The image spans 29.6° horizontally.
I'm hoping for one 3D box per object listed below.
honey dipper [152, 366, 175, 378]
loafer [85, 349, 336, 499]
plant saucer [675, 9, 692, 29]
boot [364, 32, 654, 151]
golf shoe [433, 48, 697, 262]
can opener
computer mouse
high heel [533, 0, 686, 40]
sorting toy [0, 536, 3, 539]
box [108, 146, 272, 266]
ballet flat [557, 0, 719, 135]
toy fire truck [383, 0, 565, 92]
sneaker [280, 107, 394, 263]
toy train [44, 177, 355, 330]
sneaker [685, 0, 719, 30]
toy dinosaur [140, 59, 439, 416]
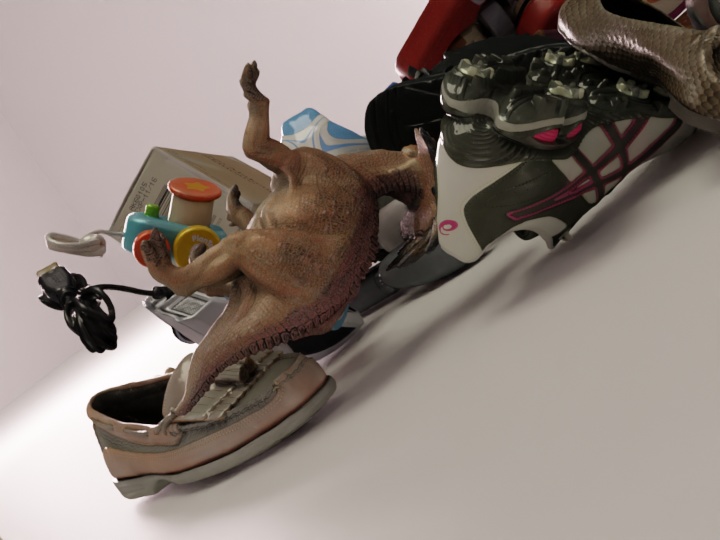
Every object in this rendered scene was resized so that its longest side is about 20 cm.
[{"bbox_3d":[-0.082,0.055,0.977,0.200,0.038,0.038,-32,6,3],"label":"honey dipper"},{"bbox_3d":[-0.092,0.075,0.732,0.072,0.063,0.200,-41,8,-40],"label":"loafer"},{"bbox_3d":[0.297,-0.201,0.900,0.200,0.037,0.200,-34,5,4],"label":"plant saucer"},{"bbox_3d":[0.111,-0.112,0.857,0.198,0.074,0.162,-3,16,27],"label":"boot"},{"bbox_3d":[0.100,-0.061,0.680,0.200,0.077,0.088,-11,-58,-48],"label":"golf shoe"},{"bbox_3d":[0.000,0.000,0.870,0.200,0.053,0.066,-30,8,40],"label":"can opener"},{"bbox_3d":[-0.088,0.033,0.795,0.200,0.044,0.110,8,5,-31],"label":"computer mouse"},{"bbox_3d":[0.196,-0.185,0.928,0.096,0.068,0.200,-11,-12,-38],"label":"high heel"},{"bbox_3d":[-0.326,0.221,0.836,0.200,0.070,0.199,-36,6,-9],"label":"sorting toy"},{"bbox_3d":[-0.113,-0.041,1.086,0.078,0.095,0.200,-61,-7,8],"label":"box"},{"bbox_3d":[0.148,-0.111,0.651,0.067,0.046,0.200,7,21,-13],"label":"ballet flat"},{"bbox_3d":[0.096,-0.156,1.062,0.168,0.112,0.200,-46,-31,-1],"label":"toy fire truck"},{"bbox_3d":[0.005,-0.055,0.923,0.072,0.073,0.200,-23,-21,13],"label":"sneaker"},{"bbox_3d":[-0.077,-0.017,0.798,0.200,0.056,0.150,15,7,26],"label":"toy train"},{"bbox_3d":[0.204,-0.139,0.705,0.077,0.082,0.200,-34,6,6],"label":"sneaker"},{"bbox_3d":[-0.019,-0.013,0.670,0.200,0.135,0.086,-61,-16,-24],"label":"toy dinosaur"}]
